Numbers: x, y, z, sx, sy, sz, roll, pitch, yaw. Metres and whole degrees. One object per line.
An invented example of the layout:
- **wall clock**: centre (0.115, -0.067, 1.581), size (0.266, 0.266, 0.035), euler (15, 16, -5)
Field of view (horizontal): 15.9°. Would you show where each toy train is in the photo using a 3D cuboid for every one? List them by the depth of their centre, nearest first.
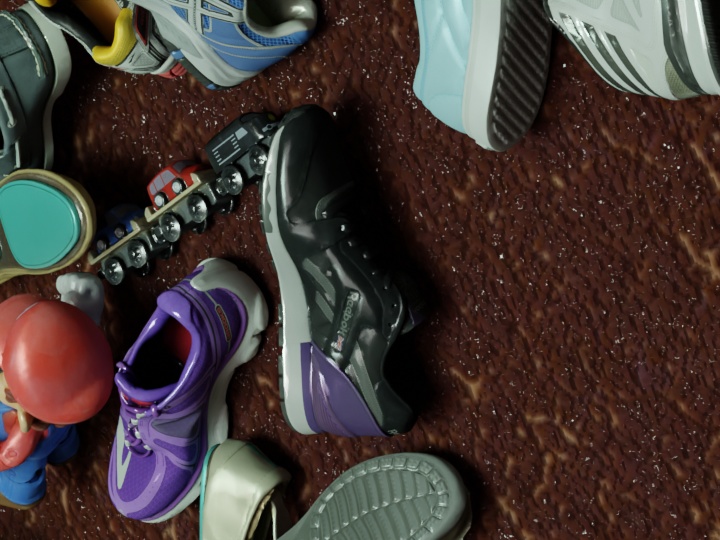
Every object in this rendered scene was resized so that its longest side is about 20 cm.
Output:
- **toy train**: centre (-0.109, -0.045, 1.585), size (0.200, 0.034, 0.046), euler (-34, 79, 43)

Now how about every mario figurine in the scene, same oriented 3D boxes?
- **mario figurine**: centre (-0.218, 0.071, 1.647), size (0.200, 0.106, 0.124), euler (113, 156, -58)

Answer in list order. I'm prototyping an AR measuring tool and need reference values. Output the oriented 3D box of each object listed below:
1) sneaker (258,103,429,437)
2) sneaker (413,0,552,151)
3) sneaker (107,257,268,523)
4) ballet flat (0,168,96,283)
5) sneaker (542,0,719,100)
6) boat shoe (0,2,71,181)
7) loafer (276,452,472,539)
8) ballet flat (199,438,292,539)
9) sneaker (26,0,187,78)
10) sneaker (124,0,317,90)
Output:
- **sneaker**: centre (0.000, 0.000, 1.491), size (0.087, 0.076, 0.201), euler (3, 111, 26)
- **sneaker**: centre (0.061, -0.165, 1.363), size (0.082, 0.074, 0.201), euler (26, 120, 30)
- **sneaker**: centre (-0.129, 0.078, 1.612), size (0.081, 0.083, 0.200), euler (38, 127, 26)
- **ballet flat**: centre (-0.214, -0.030, 1.660), size (0.200, 0.063, 0.069), euler (-13, 95, 50)
- **sneaker**: centre (0.130, -0.180, 1.292), size (0.115, 0.076, 0.201), euler (-1, 107, 40)
- **boat shoe**: centre (-0.232, -0.099, 1.627), size (0.073, 0.062, 0.200), euler (54, 153, 14)
- **loafer**: centre (-0.002, 0.174, 1.552), size (0.200, 0.070, 0.075), euler (-35, 54, 32)
- **ballet flat**: centre (-0.076, 0.204, 1.627), size (0.069, 0.069, 0.201), euler (24, 119, 34)
- **sneaker**: centre (-0.175, -0.199, 1.552), size (0.200, 0.082, 0.078), euler (48, 118, 20)
- **sneaker**: centre (-0.102, -0.183, 1.457), size (0.077, 0.200, 0.076), euler (-17, 52, 32)
